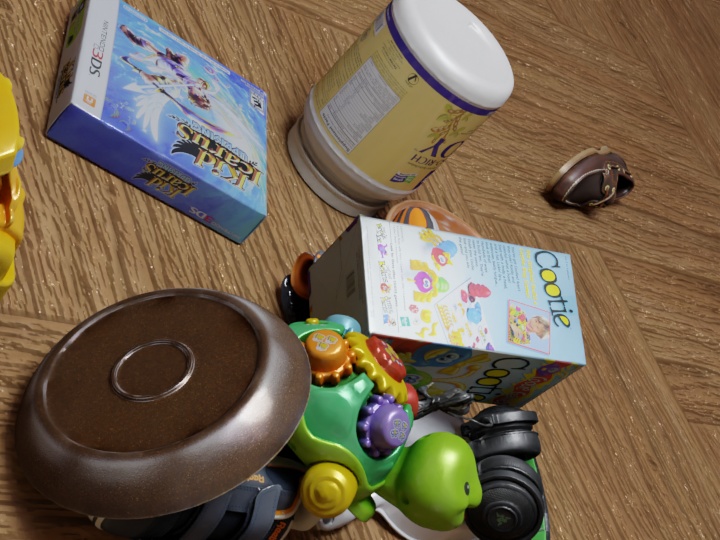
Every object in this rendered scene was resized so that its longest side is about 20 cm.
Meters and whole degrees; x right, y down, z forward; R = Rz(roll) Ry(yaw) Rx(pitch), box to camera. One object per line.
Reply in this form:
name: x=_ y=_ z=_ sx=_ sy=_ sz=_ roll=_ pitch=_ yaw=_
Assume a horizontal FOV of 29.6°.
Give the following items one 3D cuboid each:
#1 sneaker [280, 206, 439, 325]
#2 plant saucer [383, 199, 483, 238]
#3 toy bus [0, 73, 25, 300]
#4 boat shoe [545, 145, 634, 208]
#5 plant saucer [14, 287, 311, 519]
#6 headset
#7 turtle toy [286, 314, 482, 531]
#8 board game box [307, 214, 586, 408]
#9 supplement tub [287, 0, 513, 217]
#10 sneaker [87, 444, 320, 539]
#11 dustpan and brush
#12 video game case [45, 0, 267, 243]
sneaker: x=0.000 y=0.000 z=1.196 sx=0.112 sy=0.077 sz=0.201 roll=34 pitch=47 yaw=-17
plant saucer: x=0.091 y=0.019 z=1.354 sx=0.199 sy=0.037 sz=0.201 roll=33 pitch=33 yaw=-24
toy bus: x=-0.280 y=-0.083 z=0.860 sx=0.199 sy=0.192 sz=0.136 roll=16 pitch=41 yaw=-43
boat shoe: x=0.299 y=-0.114 z=1.732 sx=0.070 sy=0.070 sz=0.200 roll=49 pitch=30 yaw=12
plant saucer: x=-0.132 y=0.074 z=0.886 sx=0.201 sy=0.198 sz=0.032 roll=-89 pitch=169 yaw=-50
headset: x=0.102 y=0.162 z=1.114 sx=0.124 sy=0.093 sz=0.201 roll=-88 pitch=157 yaw=-43
turtle toy: x=0.000 y=0.108 z=0.966 sx=0.200 sy=0.101 sz=0.146 roll=50 pitch=10 yaw=-1
board game box: x=0.069 y=0.038 z=1.115 sx=0.198 sy=0.103 sz=0.106 roll=10 pitch=60 yaw=-25
supplement tub: x=0.035 y=-0.161 z=1.330 sx=0.145 sy=0.200 sz=0.146 roll=31 pitch=34 yaw=-24
sneaker: x=-0.094 y=0.156 z=0.926 sx=0.080 sy=0.079 sz=0.199 roll=52 pitch=29 yaw=20
dustpan and brush: x=0.031 y=0.172 z=1.101 sx=0.200 sy=0.057 sz=0.141 roll=-9 pitch=73 yaw=-62
video game case: x=-0.171 y=-0.140 z=1.202 sx=0.199 sy=0.045 sz=0.182 roll=30 pitch=36 yaw=-28
